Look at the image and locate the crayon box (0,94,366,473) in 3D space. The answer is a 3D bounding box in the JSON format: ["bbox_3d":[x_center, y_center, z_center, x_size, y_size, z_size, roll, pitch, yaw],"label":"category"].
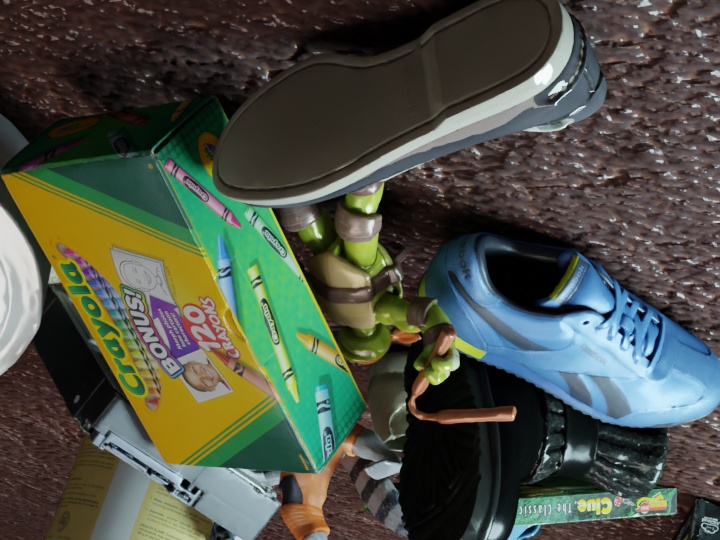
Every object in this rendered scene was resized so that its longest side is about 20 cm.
[{"bbox_3d":[-0.091,0.012,0.777,0.118,0.058,0.202,-2,124,39],"label":"crayon box"}]

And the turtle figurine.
[{"bbox_3d":[0.000,0.000,0.792,0.198,0.064,0.163,22,142,35],"label":"turtle figurine"}]

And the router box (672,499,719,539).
[{"bbox_3d":[0.320,0.257,1.178,0.148,0.063,0.201,13,155,8],"label":"router box"}]

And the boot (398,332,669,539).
[{"bbox_3d":[0.109,0.110,0.865,0.156,0.212,0.080,26,122,-15],"label":"boot"}]

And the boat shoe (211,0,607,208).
[{"bbox_3d":[0.019,-0.064,0.666,0.198,0.074,0.062,-18,149,33],"label":"boat shoe"}]

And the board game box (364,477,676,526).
[{"bbox_3d":[0.112,0.161,1.033,0.197,0.024,0.104,1,177,-25],"label":"board game box"}]

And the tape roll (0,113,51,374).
[{"bbox_3d":[-0.278,-0.017,0.846,0.199,0.071,0.204,0,130,0],"label":"tape roll"}]

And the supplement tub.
[{"bbox_3d":[-0.153,0.178,1.112,0.143,0.202,0.146,17,159,7],"label":"supplement tub"}]

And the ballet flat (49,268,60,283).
[{"bbox_3d":[-0.265,-0.025,0.933,0.199,0.063,0.067,31,153,-31],"label":"ballet flat"}]

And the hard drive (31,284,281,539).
[{"bbox_3d":[-0.140,0.085,0.946,0.139,0.038,0.200,39,-179,-30],"label":"hard drive"}]

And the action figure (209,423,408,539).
[{"bbox_3d":[-0.038,0.131,0.998,0.103,0.194,0.202,1,125,-23],"label":"action figure"}]

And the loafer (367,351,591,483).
[{"bbox_3d":[0.094,0.117,1.012,0.197,0.069,0.076,16,155,-2],"label":"loafer"}]

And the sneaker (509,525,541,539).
[{"bbox_3d":[0.109,0.214,1.209,0.071,0.073,0.200,7,159,-2],"label":"sneaker"}]

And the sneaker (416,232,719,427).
[{"bbox_3d":[0.130,0.033,0.822,0.198,0.067,0.078,22,151,-14],"label":"sneaker"}]
